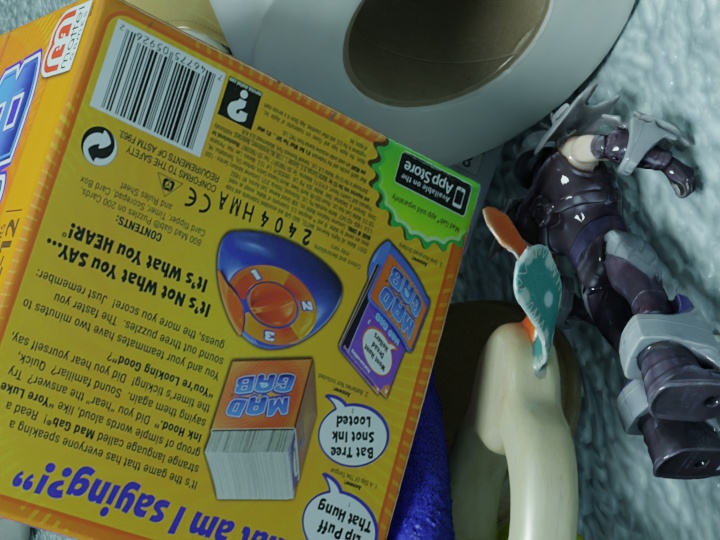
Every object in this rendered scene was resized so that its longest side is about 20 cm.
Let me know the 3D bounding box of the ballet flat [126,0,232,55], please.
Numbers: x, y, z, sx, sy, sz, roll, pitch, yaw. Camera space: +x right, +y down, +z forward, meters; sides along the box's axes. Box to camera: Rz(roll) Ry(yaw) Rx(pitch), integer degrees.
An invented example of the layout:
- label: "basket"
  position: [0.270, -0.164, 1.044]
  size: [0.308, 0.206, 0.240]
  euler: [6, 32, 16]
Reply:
- label: "ballet flat"
  position: [-0.059, -0.092, 0.794]
  size: [0.199, 0.063, 0.069]
  euler: [31, 126, 5]

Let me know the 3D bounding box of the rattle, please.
- label: "rattle"
  position: [0.108, 0.083, 0.664]
  size: [0.130, 0.141, 0.202]
  euler: [46, -126, -86]

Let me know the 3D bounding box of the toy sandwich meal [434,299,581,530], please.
- label: "toy sandwich meal"
  position: [0.042, 0.101, 0.816]
  size: [0.070, 0.205, 0.205]
  euler: [49, 175, -35]

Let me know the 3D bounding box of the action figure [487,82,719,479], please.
- label: "action figure"
  position: [0.121, 0.000, 0.698]
  size: [0.131, 0.069, 0.201]
  euler: [103, 153, -47]

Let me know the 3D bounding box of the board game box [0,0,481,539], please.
- label: "board game box"
  position: [-0.101, 0.023, 0.668]
  size: [0.199, 0.199, 0.202]
  euler: [-3, 67, 56]

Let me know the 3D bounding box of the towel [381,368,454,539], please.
- label: "towel"
  position: [-0.012, 0.092, 0.721]
  size: [0.148, 0.049, 0.201]
  euler: [-51, 32, 41]

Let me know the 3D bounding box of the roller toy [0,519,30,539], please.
- label: "roller toy"
  position: [-0.519, 0.296, 1.983]
  size: [0.183, 0.138, 0.201]
  euler: [106, 146, -57]

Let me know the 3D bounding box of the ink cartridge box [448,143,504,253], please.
- label: "ink cartridge box"
  position: [0.000, 0.000, 0.880]
  size: [0.161, 0.050, 0.202]
  euler: [10, 80, 63]

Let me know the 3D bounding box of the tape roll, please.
- label: "tape roll"
  position: [0.020, -0.164, 0.719]
  size: [0.140, 0.201, 0.204]
  euler: [65, 148, 34]
